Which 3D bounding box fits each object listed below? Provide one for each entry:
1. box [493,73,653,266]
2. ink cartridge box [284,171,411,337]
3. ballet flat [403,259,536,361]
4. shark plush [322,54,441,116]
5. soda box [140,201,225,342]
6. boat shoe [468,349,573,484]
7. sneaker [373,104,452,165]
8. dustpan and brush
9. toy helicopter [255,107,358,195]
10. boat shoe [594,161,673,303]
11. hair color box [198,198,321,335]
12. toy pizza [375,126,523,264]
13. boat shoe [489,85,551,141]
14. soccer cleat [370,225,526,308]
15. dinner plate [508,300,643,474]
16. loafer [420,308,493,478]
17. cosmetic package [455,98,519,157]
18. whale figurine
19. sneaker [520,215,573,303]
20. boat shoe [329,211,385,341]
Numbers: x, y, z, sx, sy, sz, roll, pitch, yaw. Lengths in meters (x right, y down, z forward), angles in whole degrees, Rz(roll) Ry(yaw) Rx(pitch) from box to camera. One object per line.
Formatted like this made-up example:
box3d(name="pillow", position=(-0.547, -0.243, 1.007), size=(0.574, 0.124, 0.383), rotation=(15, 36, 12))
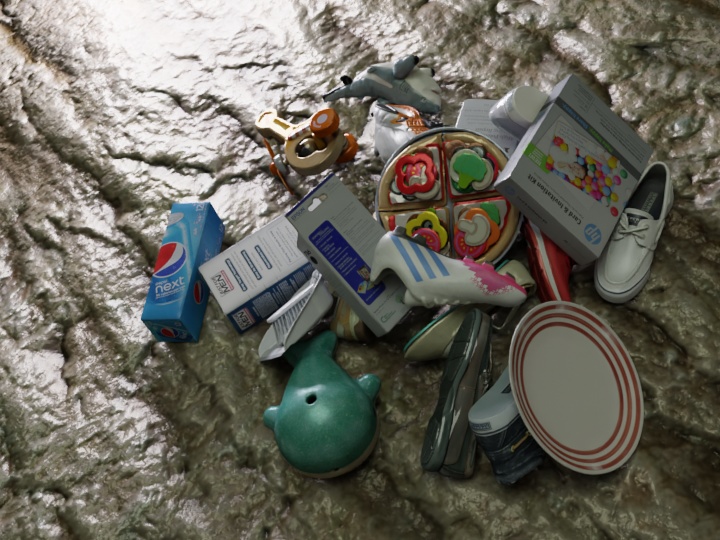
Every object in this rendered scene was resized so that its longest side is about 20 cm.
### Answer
box3d(name="box", position=(0.276, -0.132, 1.156), size=(0.156, 0.041, 0.201), rotation=(40, 62, -9))
box3d(name="ink cartridge box", position=(-0.006, -0.021, 1.165), size=(0.099, 0.039, 0.200), rotation=(-43, 95, -26))
box3d(name="ballet flat", position=(0.145, 0.064, 1.151), size=(0.200, 0.070, 0.069), rotation=(-39, 55, -11))
box3d(name="shark plush", position=(0.030, -0.282, 1.414), size=(0.198, 0.091, 0.084), rotation=(1, 87, 11))
box3d(name="soda box", position=(-0.254, 0.000, 1.305), size=(0.063, 0.068, 0.202), rotation=(-2, 57, 15))
box3d(name="boat shoe", position=(0.202, 0.162, 1.067), size=(0.070, 0.092, 0.200), rotation=(-4, 23, 48))
box3d(name="sneaker", position=(0.077, -0.173, 1.296), size=(0.075, 0.093, 0.200), rotation=(-3, 25, -23))
box3d(name="dustpan and brush", position=(-0.066, 0.031, 1.198), size=(0.200, 0.139, 0.057), rotation=(-42, 97, -21))
box3d(name="toy helicopter", position=(-0.107, -0.199, 1.406), size=(0.133, 0.079, 0.199), rotation=(-49, 47, -7))
box3d(name="boat shoe", position=(0.351, -0.054, 1.163), size=(0.073, 0.066, 0.201), rotation=(13, 62, 24))
box3d(name="hair color box", position=(-0.117, -0.010, 1.276), size=(0.199, 0.061, 0.100), rotation=(-32, 54, -7))
box3d(name="toy pizza", position=(0.114, -0.088, 1.179), size=(0.198, 0.032, 0.203), rotation=(0, 90, 14))
box3d(name="boat shoe", position=(0.263, -0.188, 1.236), size=(0.068, 0.198, 0.073), rotation=(-18, 64, 56))
box3d(name="soccer cleat", position=(0.104, 0.019, 1.115), size=(0.198, 0.070, 0.087), rotation=(23, 81, 18))
box3d(name="dinner plate", position=(0.244, 0.133, 1.032), size=(0.198, 0.024, 0.202), rotation=(12, 65, -27))
box3d(name="loafer", position=(0.128, 0.149, 1.083), size=(0.062, 0.072, 0.202), rotation=(21, 79, -10))
box3d(name="cosmetic package", position=(0.173, -0.142, 1.271), size=(0.101, 0.074, 0.201), rotation=(7, 58, 21))
box3d(name="whale figurine", position=(-0.053, 0.154, 1.122), size=(0.157, 0.104, 0.201), rotation=(-18, 51, 5))
box3d(name="sneaker", position=(0.273, -0.041, 1.173), size=(0.114, 0.079, 0.202), rotation=(-10, 65, 1))
box3d(name="boat shoe", position=(0.000, 0.000, 1.234), size=(0.075, 0.072, 0.202), rotation=(-1, 56, 30))
